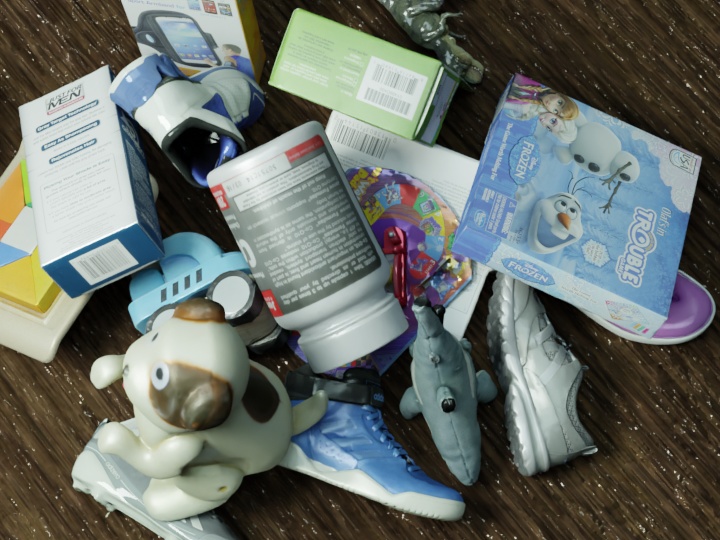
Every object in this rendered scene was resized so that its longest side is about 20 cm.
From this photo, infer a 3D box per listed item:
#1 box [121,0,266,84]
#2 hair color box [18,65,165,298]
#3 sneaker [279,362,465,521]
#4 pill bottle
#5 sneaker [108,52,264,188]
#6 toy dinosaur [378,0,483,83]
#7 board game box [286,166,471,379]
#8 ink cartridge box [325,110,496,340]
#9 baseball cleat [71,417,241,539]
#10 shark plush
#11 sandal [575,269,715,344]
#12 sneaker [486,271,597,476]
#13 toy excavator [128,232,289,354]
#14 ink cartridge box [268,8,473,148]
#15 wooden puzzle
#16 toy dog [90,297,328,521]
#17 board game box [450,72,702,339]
[{"bbox_3d":[-0.161,-0.244,1.594,0.118,0.200,0.042,10,71,8],"label":"box"},{"bbox_3d":[-0.246,-0.082,1.528,0.099,0.061,0.201,-23,52,9],"label":"hair color box"},{"bbox_3d":[0.012,0.147,1.509,0.199,0.077,0.112,18,82,17],"label":"sneaker"},{"bbox_3d":[-0.044,-0.019,1.476,0.113,0.114,0.201,-26,95,-5],"label":"pill bottle"},{"bbox_3d":[-0.145,-0.129,1.563,0.080,0.199,0.115,-41,74,20],"label":"sneaker"},{"bbox_3d":[0.060,-0.272,1.672,0.200,0.047,0.088,41,85,19],"label":"toy dinosaur"},{"bbox_3d":[0.000,0.000,1.551,0.158,0.039,0.200,45,95,11],"label":"board game box"},{"bbox_3d":[0.037,-0.038,1.590,0.199,0.045,0.177,22,91,12],"label":"ink cartridge box"},{"bbox_3d":[-0.163,0.196,1.508,0.199,0.070,0.107,27,76,12],"label":"baseball cleat"},{"bbox_3d":[0.083,0.096,1.469,0.090,0.201,0.084,-2,44,-2],"label":"shark plush"},{"bbox_3d":[0.231,0.008,1.556,0.201,0.050,0.083,23,74,12],"label":"sandal"},{"bbox_3d":[0.165,0.084,1.532,0.081,0.075,0.202,-7,80,-8],"label":"sneaker"},{"bbox_3d":[-0.184,0.008,1.569,0.193,0.100,0.201,-27,62,7],"label":"toy excavator"},{"bbox_3d":[0.017,-0.173,1.575,0.147,0.200,0.076,23,94,12],"label":"ink cartridge box"},{"bbox_3d":[-0.306,-0.029,1.576,0.184,0.037,0.201,19,72,33],"label":"wooden puzzle"},{"bbox_3d":[-0.132,0.113,1.405,0.192,0.200,0.141,0,63,9],"label":"toy dog"},{"bbox_3d":[0.201,-0.062,1.529,0.198,0.043,0.201,24,53,-5],"label":"board game box"}]
